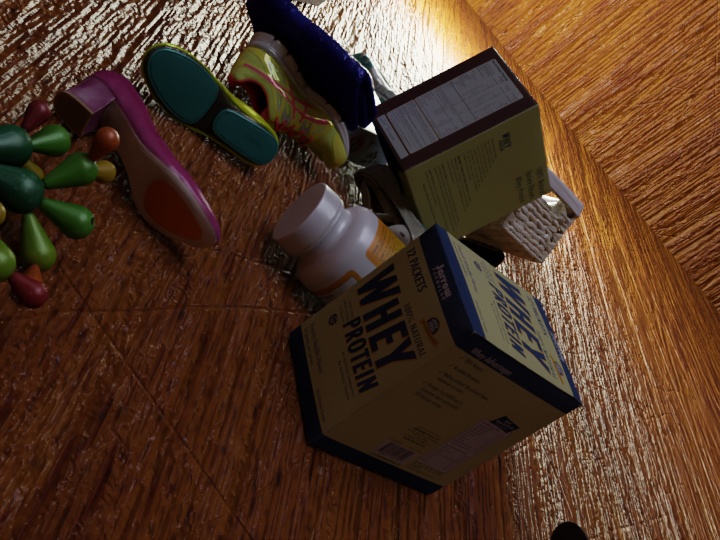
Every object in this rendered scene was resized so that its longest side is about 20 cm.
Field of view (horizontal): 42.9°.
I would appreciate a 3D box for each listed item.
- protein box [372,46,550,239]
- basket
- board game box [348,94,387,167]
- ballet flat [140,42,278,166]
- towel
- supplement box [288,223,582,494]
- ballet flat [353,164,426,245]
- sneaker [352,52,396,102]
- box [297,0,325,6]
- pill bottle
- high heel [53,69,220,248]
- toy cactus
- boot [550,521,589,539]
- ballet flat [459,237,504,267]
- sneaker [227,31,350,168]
[{"bbox_3d":[0.146,-0.170,1.311,0.135,0.199,0.199,63,0,35],"label":"protein box"},{"bbox_3d":[0.234,-0.106,1.491,0.135,0.124,0.200,37,-7,-34],"label":"basket"},{"bbox_3d":[-0.034,-0.239,1.342,0.200,0.064,0.148,13,46,-58],"label":"board game box"},{"bbox_3d":[-0.173,-0.186,1.026,0.200,0.067,0.067,38,7,-39],"label":"ballet flat"},{"bbox_3d":[-0.065,-0.270,1.172,0.200,0.050,0.148,43,-6,14],"label":"towel"},{"bbox_3d":[0.073,0.097,0.913,0.200,0.199,0.135,32,31,-41],"label":"supplement box"},{"bbox_3d":[0.043,-0.063,1.273,0.062,0.068,0.201,-5,54,-32],"label":"ballet flat"},{"bbox_3d":[0.041,-0.271,1.516,0.091,0.077,0.201,23,40,-56],"label":"sneaker"},{"bbox_3d":[-0.087,-0.580,1.533,0.172,0.200,0.199,54,23,6],"label":"box"},{"bbox_3d":[0.000,0.000,1.019,0.200,0.111,0.111,44,25,-22],"label":"pill bottle"},{"bbox_3d":[-0.192,-0.108,0.866,0.200,0.067,0.096,41,34,2],"label":"high heel"},{"bbox_3d":[-0.265,-0.072,0.665,0.165,0.102,0.201,31,40,-24],"label":"toy cactus"},{"bbox_3d":[0.312,0.398,1.123,0.199,0.064,0.188,14,58,-52],"label":"boot"},{"bbox_3d":[0.171,-0.026,1.430,0.200,0.056,0.067,-9,91,-64],"label":"ballet flat"},{"bbox_3d":[-0.095,-0.199,1.169,0.200,0.078,0.090,49,65,-18],"label":"sneaker"}]
